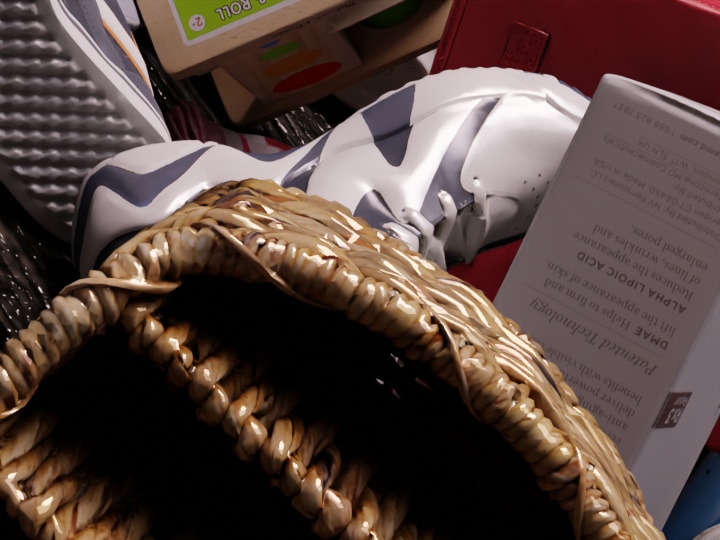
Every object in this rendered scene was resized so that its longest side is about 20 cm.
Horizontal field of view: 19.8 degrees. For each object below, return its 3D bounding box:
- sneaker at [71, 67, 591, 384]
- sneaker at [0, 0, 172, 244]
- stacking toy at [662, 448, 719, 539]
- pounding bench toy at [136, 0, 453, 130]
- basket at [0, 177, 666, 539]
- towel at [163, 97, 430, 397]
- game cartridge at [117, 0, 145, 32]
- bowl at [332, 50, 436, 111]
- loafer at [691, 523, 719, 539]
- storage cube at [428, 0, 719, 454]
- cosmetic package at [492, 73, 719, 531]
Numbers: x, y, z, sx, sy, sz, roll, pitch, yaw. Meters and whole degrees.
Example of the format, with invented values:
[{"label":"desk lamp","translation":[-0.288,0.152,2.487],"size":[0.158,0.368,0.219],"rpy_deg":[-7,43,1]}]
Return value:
[{"label":"sneaker","translation":[0.011,0.005,0.691],"size":[0.198,0.080,0.130],"rpy_deg":[-7,44,-19]},{"label":"sneaker","translation":[-0.132,-0.096,0.692],"size":[0.200,0.078,0.080],"rpy_deg":[60,2,-41]},{"label":"stacking toy","translation":[0.123,0.040,1.016],"size":[0.200,0.116,0.110],"rpy_deg":[39,19,21]},{"label":"pounding bench toy","translation":[0.003,-0.163,0.891],"size":[0.156,0.199,0.125],"rpy_deg":[31,37,-79]},{"label":"basket","translation":[-0.009,0.083,0.514],"size":[0.200,0.143,0.149],"rpy_deg":[47,17,0]},{"label":"towel","translation":[0.000,0.000,0.909],"size":[0.144,0.023,0.200],"rpy_deg":[57,20,25]},{"label":"game cartridge","translation":[-0.126,-0.163,0.860],"size":[0.200,0.041,0.134],"rpy_deg":[-95,166,-70]},{"label":"bowl","translation":[0.025,-0.140,1.091],"size":[0.200,0.094,0.201],"rpy_deg":[27,-26,15]},{"label":"loafer","translation":[0.184,0.159,0.918],"size":[0.070,0.070,0.200],"rpy_deg":[48,15,31]},{"label":"storage cube","translation":[0.129,-0.051,0.881],"size":[0.179,0.172,0.200],"rpy_deg":[24,20,14]},{"label":"cosmetic package","translation":[0.083,0.039,0.707],"size":[0.074,0.201,0.102],"rpy_deg":[27,10,21]}]
